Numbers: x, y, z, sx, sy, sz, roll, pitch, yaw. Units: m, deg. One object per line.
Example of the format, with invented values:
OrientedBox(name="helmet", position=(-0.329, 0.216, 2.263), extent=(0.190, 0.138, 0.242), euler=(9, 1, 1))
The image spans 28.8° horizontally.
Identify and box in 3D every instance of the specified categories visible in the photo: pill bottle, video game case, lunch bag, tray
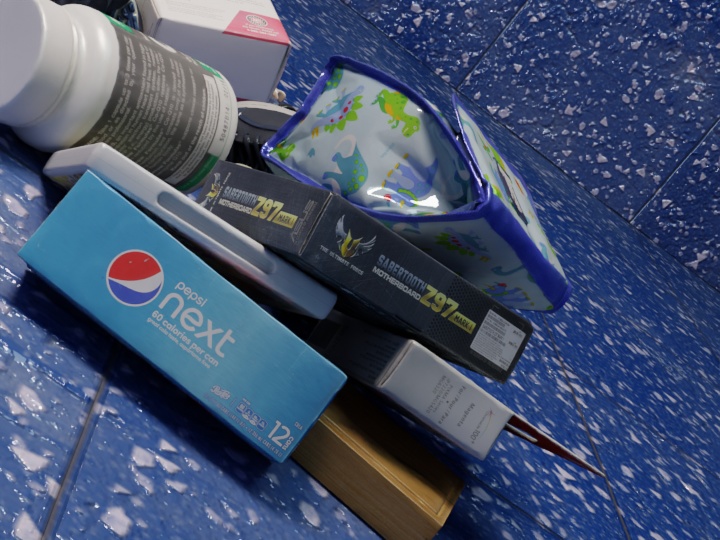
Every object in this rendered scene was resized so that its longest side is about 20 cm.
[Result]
OrientedBox(name="pill bottle", position=(-0.197, -0.134, 1.070), extent=(0.200, 0.113, 0.113), euler=(21, 23, -52))
OrientedBox(name="video game case", position=(-0.123, -0.027, 0.961), extent=(0.182, 0.023, 0.200), euler=(34, -8, -19))
OrientedBox(name="lunch bag", position=(0.054, -0.053, 1.045), extent=(0.200, 0.128, 0.170), euler=(35, -4, 37))
OrientedBox(name="tray", position=(-0.021, 0.102, 0.949), extent=(0.200, 0.037, 0.099), euler=(41, 15, 5))

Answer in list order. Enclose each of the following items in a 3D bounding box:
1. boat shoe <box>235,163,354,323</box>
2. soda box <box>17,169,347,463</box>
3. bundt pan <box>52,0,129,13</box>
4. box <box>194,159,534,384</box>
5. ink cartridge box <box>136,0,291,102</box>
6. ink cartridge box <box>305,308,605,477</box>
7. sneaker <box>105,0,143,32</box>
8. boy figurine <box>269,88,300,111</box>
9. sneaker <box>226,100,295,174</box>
OrientedBox(name="boat shoe", position=(-0.053, 0.003, 1.115), extent=(0.199, 0.074, 0.066), euler=(48, 42, -4))
OrientedBox(name="soda box", position=(-0.108, 0.031, 0.854), extent=(0.200, 0.068, 0.064), euler=(39, -10, -3))
OrientedBox(name="bundt pan", position=(-0.288, -0.295, 1.300), extent=(0.202, 0.076, 0.202), euler=(10, 35, -7))
OrientedBox(name="box", position=(0.000, 0.000, 0.963), extent=(0.200, 0.051, 0.158), euler=(33, -8, -33))
OrientedBox(name="ink cartridge box", position=(-0.173, -0.270, 1.472), extent=(0.146, 0.083, 0.200), euler=(6, 37, -27))
OrientedBox(name="ink cartridge box", position=(0.060, 0.099, 1.014), extent=(0.174, 0.044, 0.200), euler=(37, -6, -17))
OrientedBox(name="sneaker", position=(-0.271, -0.286, 1.429), extent=(0.200, 0.077, 0.085), euler=(49, 11, 27))
OrientedBox(name="boy figurine", position=(-0.133, -0.213, 1.560), extent=(0.124, 0.064, 0.200), euler=(10, 34, -52))
OrientedBox(name="sneaker", position=(-0.074, -0.091, 1.200), extent=(0.202, 0.077, 0.146), euler=(4, 20, 7))
